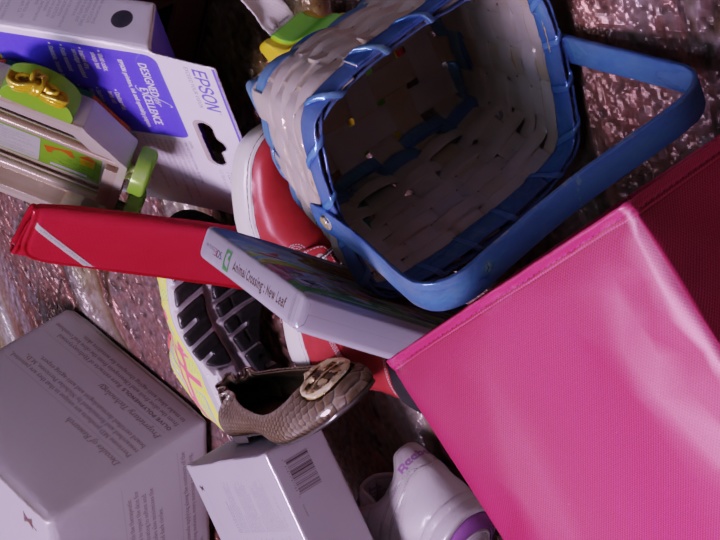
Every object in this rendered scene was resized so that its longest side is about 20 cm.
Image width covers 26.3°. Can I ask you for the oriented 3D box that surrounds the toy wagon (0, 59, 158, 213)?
[{"bbox_3d":[-0.206,-0.088,0.993,0.154,0.040,0.200,21,157,-8],"label":"toy wagon"}]

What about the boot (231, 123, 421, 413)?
[{"bbox_3d":[0.000,0.000,0.981,0.143,0.072,0.201,18,137,43],"label":"boot"}]

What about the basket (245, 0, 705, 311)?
[{"bbox_3d":[0.051,-0.069,0.774,0.200,0.176,0.140,32,152,55],"label":"basket"}]

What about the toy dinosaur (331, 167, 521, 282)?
[{"bbox_3d":[0.046,-0.013,0.898,0.198,0.061,0.106,24,175,0],"label":"toy dinosaur"}]

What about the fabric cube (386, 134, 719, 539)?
[{"bbox_3d":[0.172,0.050,0.685,0.200,0.199,0.196,56,146,4],"label":"fabric cube"}]

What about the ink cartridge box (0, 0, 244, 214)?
[{"bbox_3d":[-0.159,-0.110,1.014,0.198,0.044,0.199,13,156,14],"label":"ink cartridge box"}]

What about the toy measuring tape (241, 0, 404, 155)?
[{"bbox_3d":[-0.031,-0.143,0.892,0.201,0.073,0.073,51,146,-4],"label":"toy measuring tape"}]

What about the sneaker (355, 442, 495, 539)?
[{"bbox_3d":[0.034,0.202,1.106,0.100,0.074,0.201,48,138,27],"label":"sneaker"}]

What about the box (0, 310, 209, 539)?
[{"bbox_3d":[-0.257,0.190,1.362,0.199,0.171,0.200,34,139,30],"label":"box"}]

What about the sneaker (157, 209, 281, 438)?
[{"bbox_3d":[-0.119,0.045,1.158,0.090,0.078,0.202,16,129,47],"label":"sneaker"}]

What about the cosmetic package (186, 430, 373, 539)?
[{"bbox_3d":[-0.036,0.212,1.082,0.150,0.051,0.202,-19,97,59],"label":"cosmetic package"}]

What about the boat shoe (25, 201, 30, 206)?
[{"bbox_3d":[-0.274,-0.135,1.232,0.200,0.072,0.076,47,131,2],"label":"boat shoe"}]

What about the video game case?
[{"bbox_3d":[0.028,0.027,0.828,0.182,0.198,0.022,30,102,67],"label":"video game case"}]

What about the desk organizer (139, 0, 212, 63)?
[{"bbox_3d":[-0.152,-0.175,1.023,0.072,0.077,0.201,45,144,17],"label":"desk organizer"}]

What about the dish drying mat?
[{"bbox_3d":[-0.132,-0.014,1.045,0.077,0.198,0.018,134,139,-55],"label":"dish drying mat"}]

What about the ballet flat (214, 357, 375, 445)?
[{"bbox_3d":[-0.051,0.082,1.025,0.047,0.067,0.200,58,155,-7],"label":"ballet flat"}]
